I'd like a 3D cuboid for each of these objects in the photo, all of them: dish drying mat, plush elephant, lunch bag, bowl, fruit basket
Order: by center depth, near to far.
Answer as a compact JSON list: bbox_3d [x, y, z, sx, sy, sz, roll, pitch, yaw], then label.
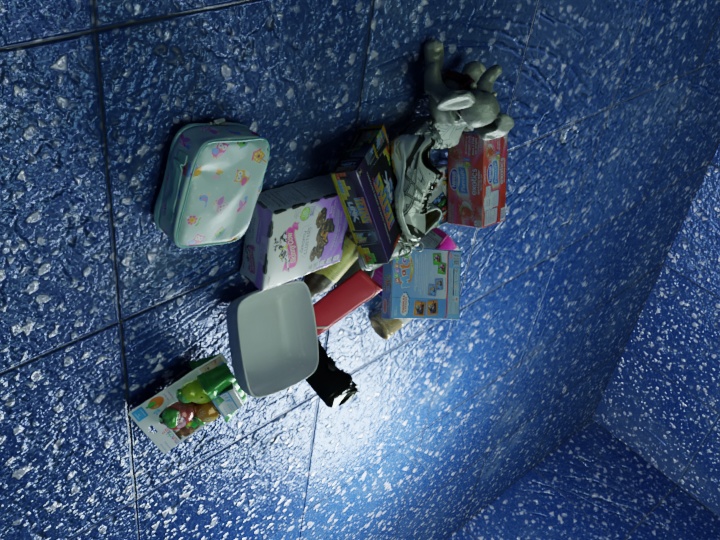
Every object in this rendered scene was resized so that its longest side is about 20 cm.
[{"bbox_3d":[-0.234,-0.136,1.240,0.160,0.077,0.201,-10,130,-46],"label":"lunch bag"},{"bbox_3d":[0.200,-0.321,1.473,0.164,0.154,0.201,21,82,-42],"label":"plush elephant"},{"bbox_3d":[-0.318,0.260,1.520,0.200,0.094,0.186,-37,146,-17],"label":"fruit basket"},{"bbox_3d":[-0.176,0.128,1.530,0.199,0.074,0.202,-17,103,-47],"label":"bowl"},{"bbox_3d":[-0.051,0.075,1.661,0.200,0.018,0.077,-36,127,20],"label":"dish drying mat"}]

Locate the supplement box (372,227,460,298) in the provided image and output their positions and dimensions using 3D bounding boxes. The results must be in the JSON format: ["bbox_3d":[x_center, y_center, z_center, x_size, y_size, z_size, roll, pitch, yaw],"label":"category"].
[{"bbox_3d":[0.119,-0.009,1.805,0.200,0.103,0.101,-50,148,0],"label":"supplement box"}]

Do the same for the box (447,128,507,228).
[{"bbox_3d":[0.252,-0.201,1.723,0.099,0.095,0.202,-20,115,-47],"label":"box"}]

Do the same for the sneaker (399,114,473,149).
[{"bbox_3d":[0.154,-0.273,1.581,0.200,0.074,0.087,-36,109,-21],"label":"sneaker"}]

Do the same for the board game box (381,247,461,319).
[{"bbox_3d":[0.132,0.028,1.692,0.199,0.036,0.153,4,88,-39],"label":"board game box"}]

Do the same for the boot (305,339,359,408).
[{"bbox_3d":[-0.105,0.210,1.668,0.200,0.168,0.077,9,121,-55],"label":"boot"}]

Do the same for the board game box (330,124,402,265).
[{"bbox_3d":[0.025,-0.139,1.467,0.166,0.056,0.201,-65,143,-47],"label":"board game box"}]

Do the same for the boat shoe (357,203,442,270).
[{"bbox_3d":[0.088,-0.063,1.576,0.202,0.086,0.075,-38,127,-24],"label":"boat shoe"}]

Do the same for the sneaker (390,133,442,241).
[{"bbox_3d":[0.111,-0.155,1.488,0.076,0.087,0.202,-31,115,-67],"label":"sneaker"}]

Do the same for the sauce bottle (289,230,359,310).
[{"bbox_3d":[-0.066,-0.002,1.601,0.200,0.065,0.065,-49,149,7],"label":"sauce bottle"}]

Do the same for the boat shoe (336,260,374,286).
[{"bbox_3d":[0.000,0.000,1.685,0.060,0.076,0.201,-12,132,-39],"label":"boat shoe"}]

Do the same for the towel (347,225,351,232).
[{"bbox_3d":[0.052,-0.161,1.587,0.199,0.022,0.148,-13,111,-36],"label":"towel"}]

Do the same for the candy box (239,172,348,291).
[{"bbox_3d":[-0.116,-0.073,1.462,0.199,0.071,0.169,-22,137,-40],"label":"candy box"}]

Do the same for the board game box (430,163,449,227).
[{"bbox_3d":[0.120,-0.143,1.695,0.199,0.034,0.127,-22,116,-39],"label":"board game box"}]

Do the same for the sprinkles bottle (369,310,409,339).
[{"bbox_3d":[0.115,0.083,1.926,0.200,0.068,0.068,-37,146,-22],"label":"sprinkles bottle"}]
